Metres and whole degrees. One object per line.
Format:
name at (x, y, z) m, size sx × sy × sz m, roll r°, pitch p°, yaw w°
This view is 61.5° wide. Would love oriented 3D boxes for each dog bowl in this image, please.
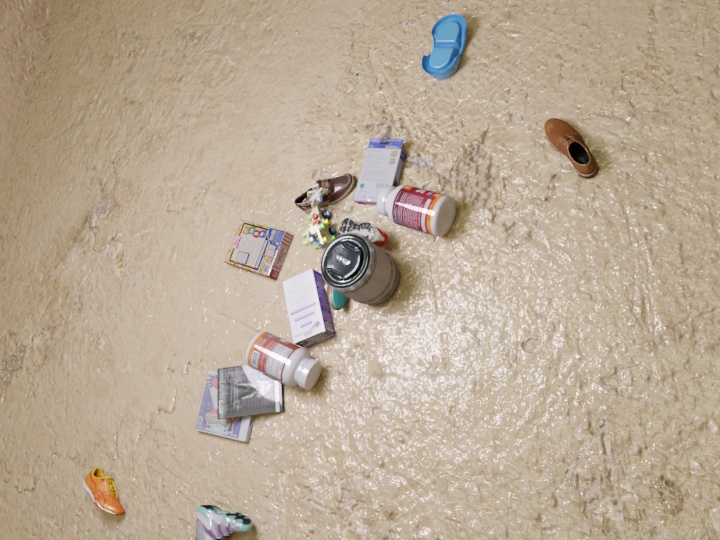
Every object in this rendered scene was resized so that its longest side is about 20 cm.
dog bowl at (0.255, -0.657, 1.793) m, size 0.111 × 0.050 × 0.201 m, roll 13°, pitch 81°, yaw 32°

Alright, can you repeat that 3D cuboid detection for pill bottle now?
pill bottle at (0.148, -0.170, 1.651) m, size 0.200 × 0.113 × 0.113 m, roll 20°, pitch 84°, yaw 32°
pill bottle at (-0.214, 0.257, 1.703) m, size 0.199 × 0.112 × 0.113 m, roll 21°, pitch 84°, yaw 22°

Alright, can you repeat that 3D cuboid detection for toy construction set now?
toy construction set at (-0.125, -0.148, 1.785) m, size 0.092 × 0.131 × 0.201 m, roll -12°, pitch 68°, yaw 25°

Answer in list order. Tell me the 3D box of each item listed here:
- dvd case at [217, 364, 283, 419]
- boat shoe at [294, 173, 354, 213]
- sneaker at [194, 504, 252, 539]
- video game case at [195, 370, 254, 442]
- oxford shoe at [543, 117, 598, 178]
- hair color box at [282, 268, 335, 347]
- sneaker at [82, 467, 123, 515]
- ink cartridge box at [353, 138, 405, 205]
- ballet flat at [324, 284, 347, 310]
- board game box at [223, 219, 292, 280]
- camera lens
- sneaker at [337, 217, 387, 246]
dvd case at (-0.322, 0.348, 1.766) m, size 0.199 × 0.016 × 0.149 m, roll -9°, pitch 68°, yaw 10°
boat shoe at (-0.113, -0.242, 1.844) m, size 0.200 × 0.072 × 0.072 m, roll -24°, pitch 64°, yaw 21°
sneaker at (-0.382, 0.738, 1.669) m, size 0.199 × 0.078 × 0.140 m, roll -2°, pitch 74°, yaw 39°
video game case at (-0.398, 0.404, 1.816) m, size 0.199 × 0.023 × 0.183 m, roll 3°, pitch 75°, yaw 30°
oxford shoe at (0.525, -0.322, 1.519) m, size 0.071 × 0.071 × 0.200 m, roll -38°, pitch 58°, yaw 14°
hair color box at (-0.151, 0.109, 1.754) m, size 0.109 × 0.065 × 0.201 m, roll -23°, pitch 62°, yaw 20°
sneaker at (-0.809, 0.699, 1.919) m, size 0.200 × 0.073 × 0.077 m, roll 32°, pitch 81°, yaw 30°
ink cartridge box at (0.060, -0.290, 1.784) m, size 0.119 × 0.042 × 0.201 m, roll 9°, pitch 80°, yaw 31°
ballet flat at (-0.070, 0.020, 1.744) m, size 0.072 × 0.068 × 0.201 m, roll -12°, pitch 66°, yaw 47°
board game box at (-0.326, -0.068, 1.920) m, size 0.200 × 0.046 × 0.152 m, roll 17°, pitch 83°, yaw 32°
camera lens at (0.000, 0.000, 1.624) m, size 0.159 × 0.200 × 0.161 m, roll -10°, pitch 69°, yaw 26°
sneaker at (0.004, -0.098, 1.732) m, size 0.200 × 0.085 × 0.077 m, roll 20°, pitch 89°, yaw 55°
